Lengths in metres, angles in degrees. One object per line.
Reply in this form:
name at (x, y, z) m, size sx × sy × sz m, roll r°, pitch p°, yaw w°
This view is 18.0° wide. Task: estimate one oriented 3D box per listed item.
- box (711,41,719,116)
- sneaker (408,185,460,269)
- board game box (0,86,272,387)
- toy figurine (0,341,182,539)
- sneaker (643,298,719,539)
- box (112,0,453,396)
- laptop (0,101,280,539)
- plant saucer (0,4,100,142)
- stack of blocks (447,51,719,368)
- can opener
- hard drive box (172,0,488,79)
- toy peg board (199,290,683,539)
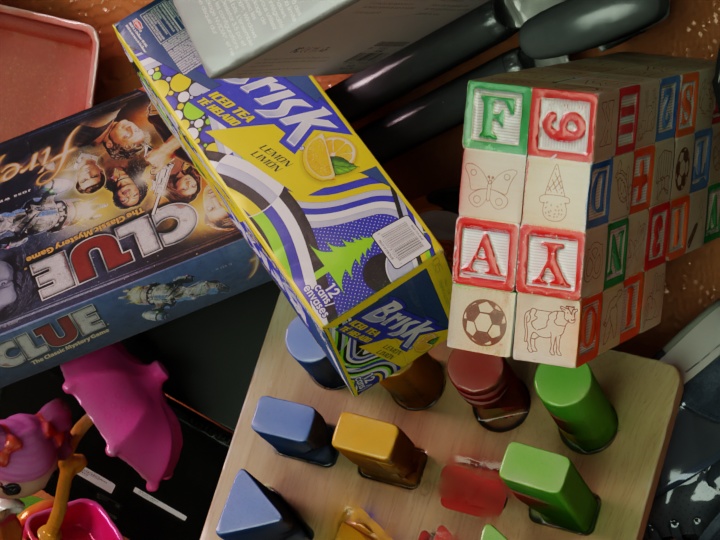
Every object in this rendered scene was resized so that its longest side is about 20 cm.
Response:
box at (0.209, -0.086, 0.926) m, size 0.086 × 0.164 × 0.200 m, roll -5°, pitch 142°, yaw -3°
sneaker at (0.000, 0.000, 1.140) m, size 0.200 × 0.076 × 0.092 m, roll 14°, pitch 140°, yaw 20°
board game box at (-0.108, -0.031, 1.108) m, size 0.200 × 0.035 × 0.136 m, roll -22°, pitch 45°, yaw -2°
toy figurine at (-0.170, 0.110, 1.126) m, size 0.150 × 0.200 × 0.184 m, roll 51°, pitch 132°, yaw 32°
sneaker at (0.148, 0.132, 1.080) m, size 0.202 × 0.077 × 0.146 m, roll -43°, pitch 81°, yaw 8°
box at (-0.032, -0.044, 1.019) m, size 0.064 × 0.070 × 0.200 m, roll -32°, pitch 58°, yaw -5°
laptop at (-0.111, 0.043, 1.218) m, size 0.177 × 0.103 × 0.200 m, roll 30°, pitch 137°, yaw 1°
plant saucer at (-0.232, -0.059, 1.269) m, size 0.200 × 0.037 × 0.200 m, roll 15°, pitch 106°, yaw 23°
stack of blocks at (0.108, -0.033, 1.017) m, size 0.059 × 0.200 × 0.115 m, roll 8°, pitch 102°, yaw 24°
can opener at (0.061, -0.107, 1.106) m, size 0.200 × 0.066 × 0.053 m, roll -26°, pitch 89°, yaw 32°
hard drive box at (0.035, -0.156, 0.938) m, size 0.200 × 0.156 × 0.077 m, roll -26°, pitch 86°, yaw 22°
toy peg board at (0.020, 0.106, 1.017) m, size 0.199 × 0.098 × 0.200 m, roll 13°, pitch 76°, yaw 18°
